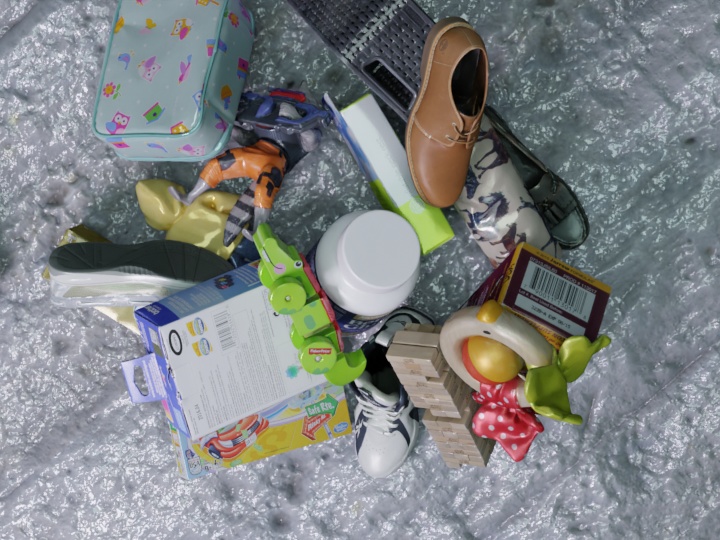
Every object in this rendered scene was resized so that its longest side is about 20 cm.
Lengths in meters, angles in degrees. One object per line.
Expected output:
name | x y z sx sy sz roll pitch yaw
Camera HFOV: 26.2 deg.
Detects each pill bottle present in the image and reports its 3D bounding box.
pill bottle | 0.000 0.000 1.639 0.110 0.200 0.112 3 77 -12

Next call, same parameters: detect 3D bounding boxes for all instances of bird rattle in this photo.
bird rattle | 0.153 0.095 1.553 0.163 0.200 0.113 42 67 -8

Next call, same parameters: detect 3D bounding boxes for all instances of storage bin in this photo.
storage bin | 0.020 -0.248 1.614 0.094 0.200 0.135 -46 121 6

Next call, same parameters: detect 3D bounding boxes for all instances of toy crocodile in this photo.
toy crocodile | -0.055 0.037 1.572 0.062 0.068 0.201 -26 117 -1

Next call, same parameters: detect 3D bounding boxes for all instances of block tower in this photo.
block tower | 0.093 0.134 1.648 0.058 0.200 0.054 5 52 30

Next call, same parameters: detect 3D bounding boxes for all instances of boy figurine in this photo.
boy figurine | -0.169 -0.033 1.727 0.199 0.064 0.125 30 92 2

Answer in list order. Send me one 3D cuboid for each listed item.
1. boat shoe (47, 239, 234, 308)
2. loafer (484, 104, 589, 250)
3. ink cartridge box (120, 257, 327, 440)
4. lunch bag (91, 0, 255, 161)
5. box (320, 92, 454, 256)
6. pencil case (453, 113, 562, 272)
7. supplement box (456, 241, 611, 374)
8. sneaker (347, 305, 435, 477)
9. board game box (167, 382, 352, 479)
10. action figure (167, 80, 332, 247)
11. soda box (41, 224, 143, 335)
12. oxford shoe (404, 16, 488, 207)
boat shoe | -0.235 0.013 1.670 0.201 0.075 0.065 1 127 -9
loafer | 0.175 -0.099 1.698 0.072 0.063 0.200 -42 91 7
ink cartridge box | -0.148 0.084 1.621 0.199 0.076 0.137 -23 113 -24
lunch bag | -0.204 -0.217 1.667 0.160 0.077 0.201 -1 68 27
box | 0.027 -0.111 1.677 0.048 0.122 0.201 -31 93 -3
pencil case | 0.140 -0.066 1.655 0.089 0.078 0.200 -28 109 13
supplement box | 0.165 0.069 1.639 0.110 0.200 0.086 27 57 -6
sneaker | 0.019 0.144 1.683 0.079 0.129 0.200 25 108 18
board game box | -0.116 0.139 1.709 0.199 0.034 0.135 -14 96 -23
action figure | -0.121 -0.132 1.692 0.200 0.105 0.194 22 64 37
soda box | -0.252 0.026 1.736 0.199 0.068 0.064 30 97 1
oxford shoe | 0.090 -0.144 1.535 0.071 0.071 0.201 -9 123 -20
